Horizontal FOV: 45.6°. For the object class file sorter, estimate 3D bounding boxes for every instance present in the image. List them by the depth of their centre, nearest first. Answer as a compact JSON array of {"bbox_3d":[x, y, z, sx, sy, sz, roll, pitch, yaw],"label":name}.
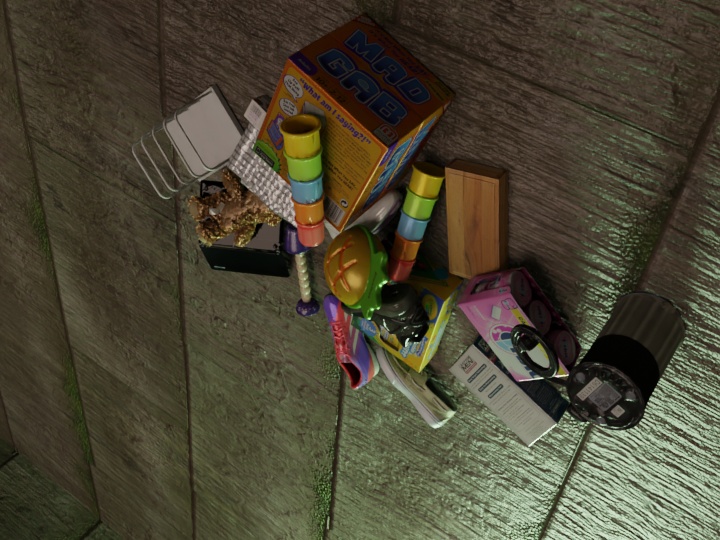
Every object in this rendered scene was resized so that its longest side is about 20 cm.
[{"bbox_3d":[-0.337,-0.243,1.677,0.198,0.124,0.140,-19,106,48],"label":"file sorter"}]

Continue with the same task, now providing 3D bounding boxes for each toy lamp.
[{"bbox_3d":[-0.118,-0.004,1.716,0.057,0.058,0.203,19,130,30],"label":"toy lamp"}]

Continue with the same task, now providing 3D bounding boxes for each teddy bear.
[{"bbox_3d":[-0.242,-0.117,1.652,0.198,0.067,0.147,-33,87,20],"label":"teddy bear"}]

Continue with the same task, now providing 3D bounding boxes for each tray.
[{"bbox_3d":[0.190,-0.075,1.401,0.097,0.037,0.203,18,131,32],"label":"tray"}]

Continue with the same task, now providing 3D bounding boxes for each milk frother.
[{"bbox_3d":[0.351,0.109,1.281,0.201,0.188,0.180,52,138,-4],"label":"milk frother"}]

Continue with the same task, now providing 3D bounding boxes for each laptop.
[{"bbox_3d":[-0.231,-0.081,1.738,0.173,0.103,0.205,5,103,6],"label":"laptop"}]

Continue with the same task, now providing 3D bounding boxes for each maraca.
[{"bbox_3d":[0.000,0.000,1.434,0.200,0.105,0.140,-136,54,-61],"label":"maraca"}]

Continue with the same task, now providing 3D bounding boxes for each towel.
[{"bbox_3d":[-0.122,-0.190,1.520,0.199,0.085,0.167,39,115,10],"label":"towel"}]

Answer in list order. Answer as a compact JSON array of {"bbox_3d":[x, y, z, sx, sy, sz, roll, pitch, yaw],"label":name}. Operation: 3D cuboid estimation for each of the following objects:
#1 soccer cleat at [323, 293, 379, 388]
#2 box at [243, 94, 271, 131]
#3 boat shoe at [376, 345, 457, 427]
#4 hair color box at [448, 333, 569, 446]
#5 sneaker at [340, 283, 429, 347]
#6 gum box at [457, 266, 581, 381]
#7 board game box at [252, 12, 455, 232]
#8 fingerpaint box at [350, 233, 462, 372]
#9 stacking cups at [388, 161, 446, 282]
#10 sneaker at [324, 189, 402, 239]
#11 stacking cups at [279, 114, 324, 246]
[{"bbox_3d":[-0.028,0.143,1.732,0.067,0.073,0.203,-8,115,44],"label":"soccer cleat"},{"bbox_3d":[-0.112,-0.211,1.437,0.200,0.039,0.042,45,129,8],"label":"box"},{"bbox_3d":[0.112,0.216,1.681,0.062,0.072,0.201,-39,95,25],"label":"boat shoe"},{"bbox_3d":[0.264,0.207,1.531,0.200,0.060,0.100,43,139,7],"label":"hair color box"},{"bbox_3d":[0.046,0.080,1.502,0.198,0.076,0.115,-2,130,52],"label":"sneaker"},{"bbox_3d":[0.259,0.087,1.407,0.112,0.067,0.201,-15,122,47],"label":"gum box"},{"bbox_3d":[-0.013,-0.231,1.338,0.200,0.200,0.201,42,139,7],"label":"board game box"},{"bbox_3d":[0.080,0.062,1.575,0.165,0.073,0.202,33,137,17],"label":"fingerpaint box"},{"bbox_3d":[0.091,-0.077,1.432,0.060,0.060,0.203,27,120,23],"label":"stacking cups"},{"bbox_3d":[-0.006,-0.106,1.522,0.100,0.075,0.199,54,139,-8],"label":"sneaker"},{"bbox_3d":[-0.078,-0.125,1.269,0.060,0.060,0.203,19,133,30],"label":"stacking cups"}]
